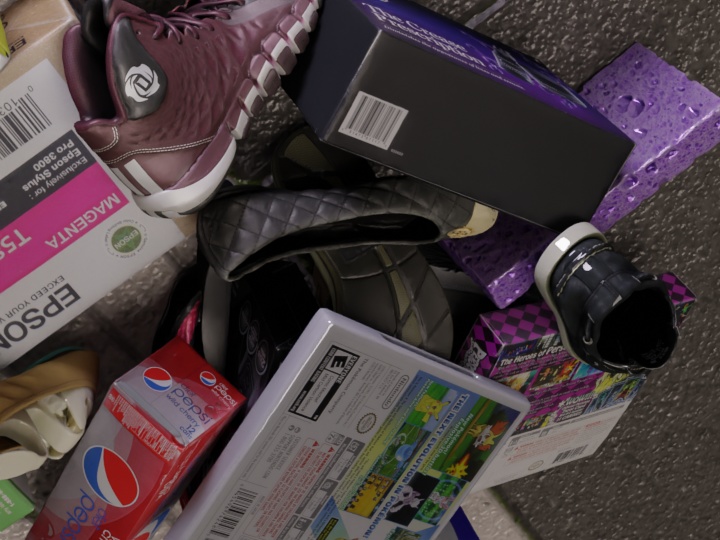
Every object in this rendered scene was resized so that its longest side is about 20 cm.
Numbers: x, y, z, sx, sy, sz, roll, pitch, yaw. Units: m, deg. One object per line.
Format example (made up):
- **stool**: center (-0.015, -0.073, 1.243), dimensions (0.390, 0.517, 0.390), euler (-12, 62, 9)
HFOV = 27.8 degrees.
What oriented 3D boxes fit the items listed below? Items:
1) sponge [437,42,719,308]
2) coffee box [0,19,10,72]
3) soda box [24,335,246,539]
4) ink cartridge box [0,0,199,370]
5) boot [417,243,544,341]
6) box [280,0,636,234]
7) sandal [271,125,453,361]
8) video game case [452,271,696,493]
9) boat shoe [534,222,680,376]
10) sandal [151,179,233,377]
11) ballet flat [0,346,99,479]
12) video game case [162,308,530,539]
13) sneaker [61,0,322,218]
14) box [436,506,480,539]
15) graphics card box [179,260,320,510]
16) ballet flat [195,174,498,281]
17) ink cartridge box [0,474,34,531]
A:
- **sponge**: center (0.144, -0.067, 0.993), dimensions (0.200, 0.112, 0.030), euler (-37, 128, 0)
- **coffee box**: center (-0.315, -0.124, 0.698), dimensions (0.198, 0.200, 0.200), euler (-47, 125, 10)
- **soda box**: center (-0.153, 0.136, 0.960), dimensions (0.070, 0.063, 0.200), euler (-38, 167, -49)
- **ink cartridge box**: center (-0.212, -0.046, 0.871), dimensions (0.200, 0.075, 0.165), euler (-36, 126, -1)
- **boot**: center (0.046, 0.082, 1.068), dimensions (0.165, 0.066, 0.200), euler (15, 110, -22)
- **box**: center (0.050, -0.109, 0.908), dimensions (0.200, 0.141, 0.079), euler (18, 109, -32)
- **sandal**: center (0.001, -0.001, 0.969), dimensions (0.080, 0.057, 0.201), euler (-21, 88, -20)
- **video game case**: center (0.134, 0.089, 1.072), dimensions (0.200, 0.036, 0.181), euler (-11, 140, -37)
- **boat shoe**: center (0.176, 0.036, 0.955), dimensions (0.075, 0.066, 0.199), euler (-43, 147, -3)
- **sandal**: center (-0.115, 0.034, 0.969), dimensions (0.045, 0.075, 0.200), euler (0, 112, -18)
- **ballet flat**: center (-0.207, 0.095, 0.887), dimensions (0.069, 0.063, 0.200), euler (-52, 167, 20)
- **video game case**: center (-0.009, 0.135, 0.950), dimensions (0.182, 0.022, 0.200), euler (25, 106, -35)
- **sneaker**: center (-0.097, -0.138, 0.818), dimensions (0.116, 0.076, 0.200), euler (43, 60, -40)
- **box**: center (0.005, 0.269, 1.086), dimensions (0.200, 0.184, 0.105), euler (-4, 126, -23)
- **graphics card box**: center (-0.074, 0.105, 0.992), dimensions (0.051, 0.125, 0.200), euler (8, 117, -22)
- **ballet flat**: center (-0.006, -0.023, 0.899), dimensions (0.200, 0.057, 0.066), euler (-5, 155, -22)
- **ink cartridge box**: center (-0.335, 0.143, 0.926), dimensions (0.200, 0.084, 0.146), euler (-34, 127, -2)
